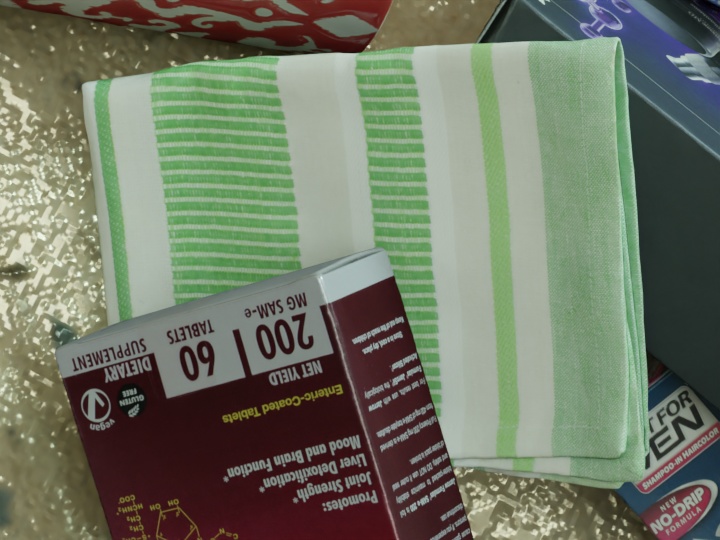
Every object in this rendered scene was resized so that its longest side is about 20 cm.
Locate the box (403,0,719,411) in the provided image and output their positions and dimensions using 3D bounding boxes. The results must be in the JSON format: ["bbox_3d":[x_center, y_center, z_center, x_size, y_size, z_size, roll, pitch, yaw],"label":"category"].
[{"bbox_3d":[0.134,-0.023,1.058,0.200,0.141,0.079,39,119,9],"label":"box"}]

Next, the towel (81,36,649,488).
[{"bbox_3d":[0.000,0.000,1.031,0.199,0.023,0.153,-1,102,24],"label":"towel"}]

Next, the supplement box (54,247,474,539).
[{"bbox_3d":[-0.019,0.104,1.014,0.108,0.061,0.201,-16,93,25],"label":"supplement box"}]

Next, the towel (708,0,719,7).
[{"bbox_3d":[0.144,-0.174,1.132,0.144,0.024,0.201,23,53,-19],"label":"towel"}]

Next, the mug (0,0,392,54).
[{"bbox_3d":[-0.082,-0.168,1.063,0.199,0.133,0.178,12,81,-16],"label":"mug"}]

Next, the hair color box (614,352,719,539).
[{"bbox_3d":[0.175,0.103,1.094,0.060,0.100,0.200,-41,93,26],"label":"hair color box"}]
